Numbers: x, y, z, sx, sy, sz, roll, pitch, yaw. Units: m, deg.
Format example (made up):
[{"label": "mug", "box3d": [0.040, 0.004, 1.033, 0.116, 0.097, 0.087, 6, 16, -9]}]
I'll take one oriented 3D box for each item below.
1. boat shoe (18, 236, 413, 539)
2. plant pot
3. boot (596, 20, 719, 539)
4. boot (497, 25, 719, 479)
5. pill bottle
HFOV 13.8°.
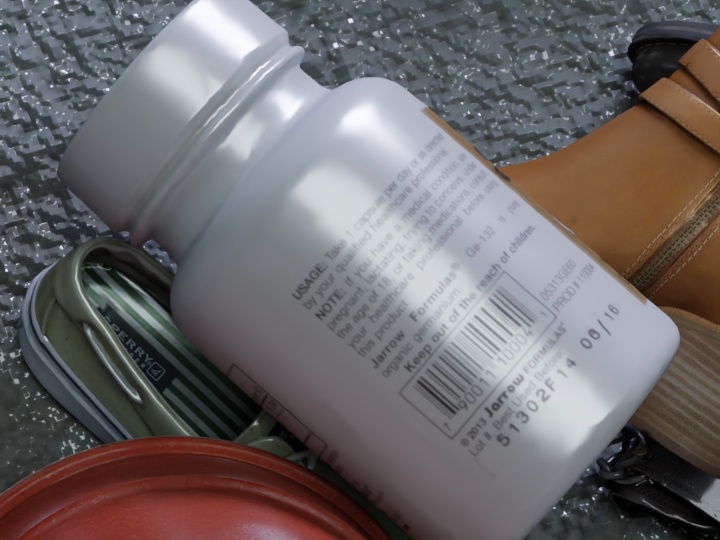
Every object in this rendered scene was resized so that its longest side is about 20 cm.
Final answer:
[{"label": "boat shoe", "box3d": [-0.039, 0.065, 1.065, 0.200, 0.062, 0.072, 38, 67, -2]}, {"label": "plant pot", "box3d": [-0.047, 0.158, 0.933, 0.200, 0.195, 0.201, 0, 91, -10]}, {"label": "boot", "box3d": [0.146, 0.018, 1.136, 0.200, 0.069, 0.174, 37, 75, 5]}, {"label": "boot", "box3d": [0.099, -0.039, 1.087, 0.200, 0.077, 0.155, 34, 95, 18]}, {"label": "pill bottle", "box3d": [0.000, 0.000, 1.013, 0.200, 0.114, 0.114, 41, 66, 2]}]
